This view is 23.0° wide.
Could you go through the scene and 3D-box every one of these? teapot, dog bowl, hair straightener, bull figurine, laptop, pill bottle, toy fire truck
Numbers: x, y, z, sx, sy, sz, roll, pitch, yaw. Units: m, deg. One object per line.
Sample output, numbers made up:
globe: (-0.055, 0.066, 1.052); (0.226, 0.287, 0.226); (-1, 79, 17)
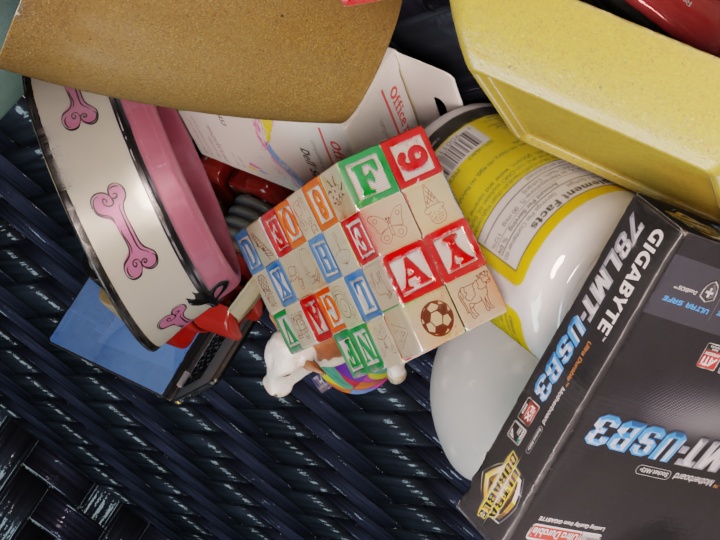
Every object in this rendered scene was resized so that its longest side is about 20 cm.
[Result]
teapot: (0.129, 0.049, 1.201); (0.199, 0.197, 0.147); (-16, 93, 21)
dog bowl: (-0.141, -0.054, 1.134); (0.200, 0.073, 0.201); (-23, -90, -90)
hair straightener: (0.096, -0.162, 0.908); (0.199, 0.041, 0.077); (31, 161, -11)
bull figurine: (0.003, 0.009, 1.231); (0.065, 0.201, 0.121); (19, 167, 29)
laptop: (-0.137, -0.003, 1.414); (0.116, 0.188, 0.200); (34, 161, -10)
pill bottle: (0.115, -0.011, 1.050); (0.200, 0.114, 0.114); (40, 170, 45)
toy fire truck: (-0.087, -0.028, 1.292); (0.199, 0.176, 0.129); (18, 160, 38)

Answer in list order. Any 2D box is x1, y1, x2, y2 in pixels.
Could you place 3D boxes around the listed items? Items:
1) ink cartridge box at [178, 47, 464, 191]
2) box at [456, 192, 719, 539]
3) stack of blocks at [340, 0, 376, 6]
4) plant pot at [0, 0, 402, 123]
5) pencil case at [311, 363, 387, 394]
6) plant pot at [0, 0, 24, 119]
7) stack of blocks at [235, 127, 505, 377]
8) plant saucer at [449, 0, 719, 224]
ink cartridge box: (-0.027, -0.100, 1.148); (0.199, 0.067, 0.117); (22, 157, 28)
box: (0.176, 0.074, 0.977); (0.199, 0.199, 0.050); (16, -162, -40)
stack of blocks: (0.051, -0.194, 0.811); (0.199, 0.059, 0.115); (-3, 134, 41)
plant pot: (-0.082, -0.166, 1.018); (0.199, 0.187, 0.186); (21, 162, -12)
pencil case: (0.009, 0.045, 1.466); (0.088, 0.089, 0.200); (34, 158, -2)
plant pot: (-0.278, -0.186, 1.200); (0.200, 0.197, 0.200); (28, 160, 11)
stack of blocks: (0.000, 0.000, 1.068); (0.116, 0.058, 0.200); (65, 157, 0)
plant saucer: (0.141, -0.081, 0.940); (0.199, 0.049, 0.200); (26, 176, 19)
